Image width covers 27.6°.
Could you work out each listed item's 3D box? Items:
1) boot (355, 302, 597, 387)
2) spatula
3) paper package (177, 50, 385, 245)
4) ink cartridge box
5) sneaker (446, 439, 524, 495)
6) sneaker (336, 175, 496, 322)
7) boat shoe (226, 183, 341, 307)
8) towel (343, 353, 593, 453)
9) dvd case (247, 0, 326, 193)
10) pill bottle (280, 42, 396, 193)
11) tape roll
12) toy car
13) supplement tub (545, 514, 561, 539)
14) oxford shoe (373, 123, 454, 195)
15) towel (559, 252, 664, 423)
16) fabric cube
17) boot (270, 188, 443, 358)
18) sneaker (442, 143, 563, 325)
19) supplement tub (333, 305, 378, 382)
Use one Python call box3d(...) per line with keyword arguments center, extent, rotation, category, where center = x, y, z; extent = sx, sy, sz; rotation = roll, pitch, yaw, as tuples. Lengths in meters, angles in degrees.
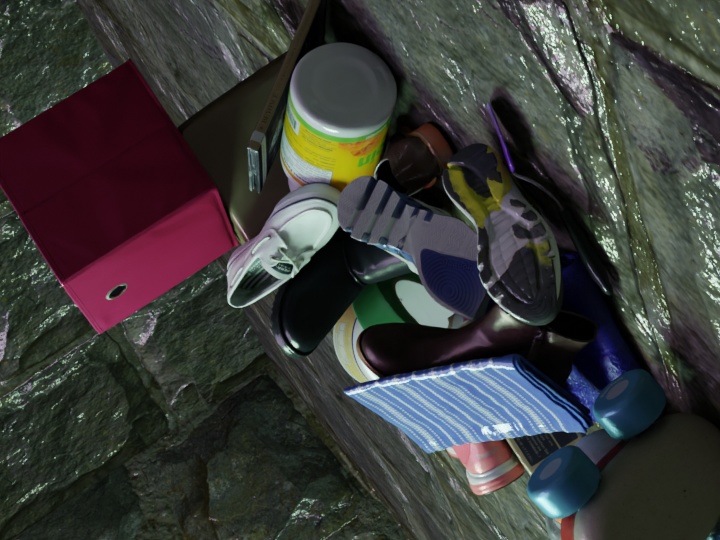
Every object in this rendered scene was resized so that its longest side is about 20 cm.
box3d(center=(0.105, 0.061, 1.363), extent=(0.199, 0.073, 0.167), rotation=(16, 149, -5), category="boot")
box3d(center=(0.164, -0.062, 1.285), extent=(0.200, 0.021, 0.057), rotation=(53, -174, 1), category="spatula")
box3d(center=(-0.090, -0.141, 1.727), extent=(0.191, 0.200, 0.103), rotation=(58, 171, -12), category="paper package")
box3d(center=(0.162, 0.111, 1.546), extent=(0.165, 0.075, 0.200), rotation=(58, -173, -2), category="ink cartridge box")
box3d(center=(0.120, 0.160, 1.554), extent=(0.087, 0.073, 0.200), rotation=(65, 177, -16), category="sneaker")
box3d(center=(0.080, -0.026, 1.472), extent=(0.199, 0.081, 0.115), rotation=(37, -167, 30), category="sneaker")
box3d(center=(-0.082, -0.019, 1.615), extent=(0.073, 0.067, 0.200), rotation=(24, 139, -21), category="boat shoe")
box3d(center=(0.103, 0.130, 1.386), extent=(0.199, 0.024, 0.145), rotation=(-14, 143, 36), category="towel")
box3d(center=(-0.079, -0.194, 1.577), extent=(0.016, 0.201, 0.149), rotation=(20, 166, 2), category="dvd case")
box3d(center=(-0.029, -0.145, 1.579), extent=(0.111, 0.111, 0.200), rotation=(53, 158, 17), category="pill bottle")
box3d(center=(0.083, 0.074, 1.718), extent=(0.200, 0.048, 0.201), rotation=(33, -160, -14), category="tape roll")
box3d(center=(0.229, 0.206, 1.324), extent=(0.184, 0.177, 0.200), rotation=(47, 163, -10), category="toy car")
box3d(center=(0.276, 0.299, 1.597), extent=(0.123, 0.122, 0.200), rotation=(41, 162, 54), category="supplement tub")
box3d(center=(0.041, -0.110, 1.565), extent=(0.071, 0.073, 0.200), rotation=(56, 170, -1), category="oxford shoe")
box3d(center=(0.209, 0.069, 1.404), extent=(0.200, 0.049, 0.148), rotation=(59, 170, -15), category="towel")
box3d(center=(-0.281, -0.080, 1.678), extent=(0.200, 0.199, 0.196), rotation=(55, 171, 17), category="fabric cube")
box3d(center=(0.000, 0.000, 1.628), extent=(0.168, 0.201, 0.076), rotation=(-17, 125, 44), category="boot")
box3d(center=(0.144, -0.030, 1.311), extent=(0.085, 0.074, 0.201), rotation=(33, -150, -46), category="sneaker")
box3d(center=(0.043, 0.090, 1.966), extent=(0.146, 0.145, 0.200), rotation=(57, 169, -7), category="supplement tub")
